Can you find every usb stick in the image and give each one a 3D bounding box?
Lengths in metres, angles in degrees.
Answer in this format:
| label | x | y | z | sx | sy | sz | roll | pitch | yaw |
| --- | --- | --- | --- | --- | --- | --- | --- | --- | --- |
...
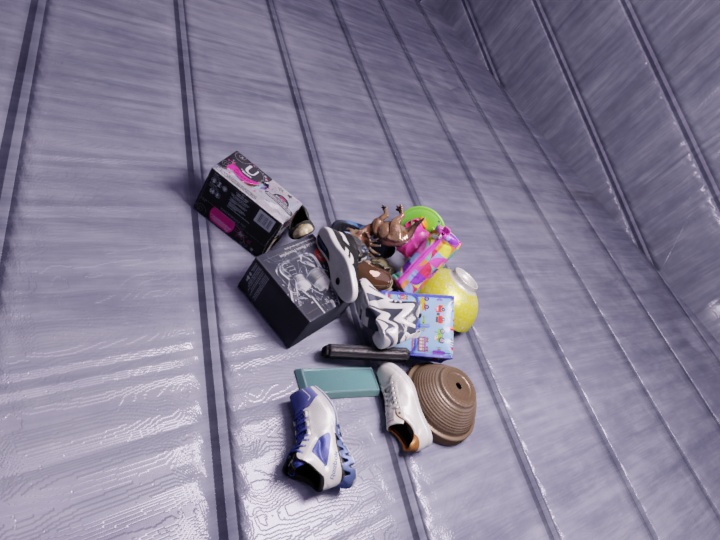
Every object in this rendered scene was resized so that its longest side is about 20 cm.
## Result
| label | x | y | z | sx | sy | sz | roll | pitch | yaw |
| --- | --- | --- | --- | --- | --- | --- | --- | --- | --- |
| usb stick | 0.013 | 0.182 | 1.237 | 0.198 | 0.055 | 0.033 | 5 | 78 | -19 |

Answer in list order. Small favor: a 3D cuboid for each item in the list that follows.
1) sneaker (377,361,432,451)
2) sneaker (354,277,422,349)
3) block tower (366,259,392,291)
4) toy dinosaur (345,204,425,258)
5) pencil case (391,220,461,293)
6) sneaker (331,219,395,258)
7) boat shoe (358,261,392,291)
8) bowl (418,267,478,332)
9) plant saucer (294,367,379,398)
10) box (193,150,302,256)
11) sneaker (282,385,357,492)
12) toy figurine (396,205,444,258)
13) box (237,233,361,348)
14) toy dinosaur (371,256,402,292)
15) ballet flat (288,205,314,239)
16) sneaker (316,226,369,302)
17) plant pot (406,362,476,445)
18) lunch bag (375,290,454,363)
| label | x | y | z | sx | sy | sz | roll | pitch | yaw |
| --- | --- | --- | --- | --- | --- | --- | --- | --- | --- |
| sneaker | 0.080 | 0.288 | 1.199 | 0.084 | 0.073 | 0.201 | -1 | 54 | -47 |
| sneaker | 0.071 | 0.090 | 1.287 | 0.128 | 0.080 | 0.200 | -3 | 35 | -24 |
| block tower | 0.000 | 0.000 | 1.437 | 0.058 | 0.054 | 0.201 | -19 | 67 | -48 |
| toy dinosaur | 0.068 | -0.090 | 1.426 | 0.198 | 0.086 | 0.136 | 3 | 51 | 22 |
| pencil case | 0.166 | -0.027 | 1.418 | 0.088 | 0.200 | 0.088 | 37 | 14 | -11 |
| sneaker | 0.004 | -0.096 | 1.537 | 0.198 | 0.066 | 0.079 | 20 | 28 | -25 |
| boat shoe | -0.017 | 0.003 | 1.354 | 0.200 | 0.075 | 0.076 | 13 | 70 | 0 |
| bowl | 0.253 | 0.057 | 1.520 | 0.199 | 0.108 | 0.201 | 33 | 25 | -17 |
| plant saucer | -0.044 | 0.236 | 1.194 | 0.198 | 0.019 | 0.070 | 6 | 49 | -36 |
| box | -0.258 | -0.154 | 1.303 | 0.199 | 0.132 | 0.115 | 38 | 37 | -4 |
| sneaker | -0.092 | 0.312 | 1.023 | 0.114 | 0.081 | 0.201 | -3 | 56 | -45 |
| toy figurine | 0.161 | -0.063 | 1.543 | 0.202 | 0.149 | 0.184 | 64 | 20 | -9 |
| box | -0.131 | 0.039 | 1.244 | 0.182 | 0.104 | 0.199 | 49 | 37 | 9 |
| toy dinosaur | 0.088 | 0.039 | 1.485 | 0.201 | 0.047 | 0.088 | 54 | 32 | 11 |
| ballet flat | -0.152 | -0.118 | 1.366 | 0.200 | 0.066 | 0.057 | -122 | -168 | -69 |
| sneaker | -0.016 | -0.016 | 1.254 | 0.111 | 0.073 | 0.201 | 5 | 48 | -38 |
| plant pot | 0.198 | 0.287 | 1.290 | 0.199 | 0.093 | 0.202 | 23 | 40 | -20 |
| lunch bag | 0.117 | 0.132 | 1.347 | 0.197 | 0.094 | 0.152 | 7 | 73 | -9 |
